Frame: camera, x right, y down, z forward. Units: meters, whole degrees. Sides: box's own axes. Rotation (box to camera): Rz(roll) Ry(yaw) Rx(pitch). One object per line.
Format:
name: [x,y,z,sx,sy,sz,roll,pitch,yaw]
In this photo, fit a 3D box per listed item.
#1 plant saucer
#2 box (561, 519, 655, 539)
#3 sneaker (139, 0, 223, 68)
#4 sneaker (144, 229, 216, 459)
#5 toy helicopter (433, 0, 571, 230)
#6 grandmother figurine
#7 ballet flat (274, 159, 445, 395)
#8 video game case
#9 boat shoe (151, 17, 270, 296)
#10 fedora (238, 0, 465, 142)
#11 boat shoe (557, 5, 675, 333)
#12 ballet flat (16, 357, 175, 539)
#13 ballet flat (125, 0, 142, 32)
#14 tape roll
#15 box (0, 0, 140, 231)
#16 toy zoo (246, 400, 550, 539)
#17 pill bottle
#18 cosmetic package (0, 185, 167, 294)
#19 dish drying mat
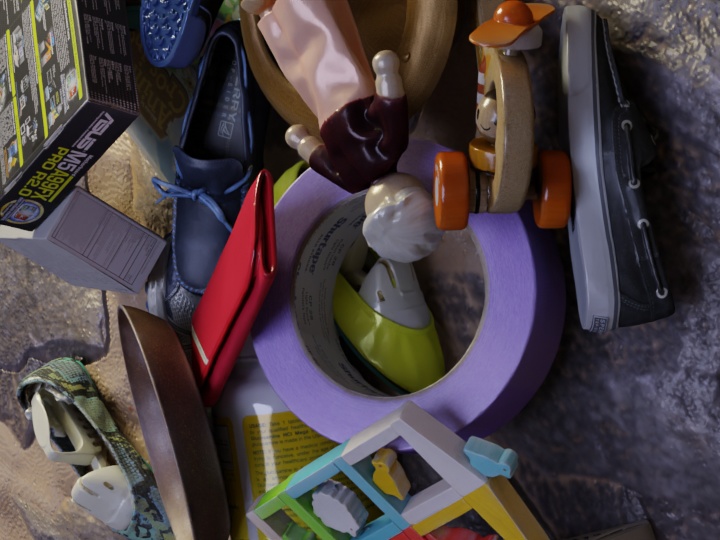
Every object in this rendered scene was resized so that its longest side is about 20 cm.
plant saucer: [-0.129,0.117,1.312,0.200,0.034,0.201,165,90,-78]
box: [0.107,0.224,1.214,0.200,0.068,0.083,-25,80,44]
sneaker: [-0.095,-0.234,1.295,0.070,0.078,0.201,21,99,49]
sneaker: [-0.102,0.059,1.401,0.085,0.077,0.201,4,108,34]
toy helicopter: [0.082,-0.126,1.122,0.133,0.078,0.201,92,176,-47]
grandmother figurine: [-0.004,-0.098,1.158,0.201,0.060,0.121,65,153,9]
ballet flat: [0.000,0.000,1.282,0.200,0.067,0.067,51,126,28]
video game case: [-0.149,-0.185,1.423,0.200,0.022,0.182,53,130,24]
boat shoe: [-0.110,-0.080,1.320,0.084,0.069,0.201,6,97,18]
fedora: [0.005,-0.178,1.228,0.200,0.082,0.202,10,105,43]
boat shoe: [0.153,-0.062,1.123,0.069,0.056,0.201,86,180,-81]
ballet flat: [-0.222,0.160,1.532,0.200,0.074,0.074,50,129,26]
ballet flat: [-0.185,-0.207,1.397,0.199,0.070,0.066,-9,77,42]
tape roll: [0.029,0.017,1.201,0.199,0.066,0.201,-3,82,23]
box: [-0.228,-0.154,1.351,0.160,0.044,0.201,-40,49,39]
toy zoo: [0.031,0.158,1.172,0.131,0.020,0.200,46,133,-10]
pill bottle: [-0.044,0.131,1.317,0.112,0.112,0.201,-5,95,45]
cosmetic package: [-0.220,-0.025,1.431,0.051,0.082,0.200,-60,21,-11]
dish drying mat: [-0.085,0.017,1.217,0.200,0.018,0.077,119,152,-58]
